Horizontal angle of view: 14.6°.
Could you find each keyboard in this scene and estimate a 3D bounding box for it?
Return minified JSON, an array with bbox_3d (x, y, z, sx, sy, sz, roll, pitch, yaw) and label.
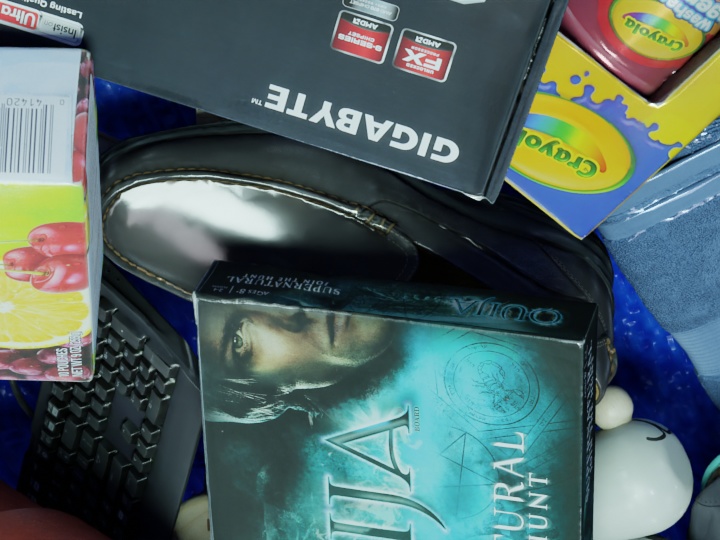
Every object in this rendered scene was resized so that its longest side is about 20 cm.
[{"bbox_3d":[-0.116,0.069,1.056,0.021,0.127,0.200,-23,146,-37],"label":"keyboard"}]

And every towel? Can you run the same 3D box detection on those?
[{"bbox_3d":[0.167,0.004,1.041,0.112,0.049,0.200,-26,124,18],"label":"towel"}]

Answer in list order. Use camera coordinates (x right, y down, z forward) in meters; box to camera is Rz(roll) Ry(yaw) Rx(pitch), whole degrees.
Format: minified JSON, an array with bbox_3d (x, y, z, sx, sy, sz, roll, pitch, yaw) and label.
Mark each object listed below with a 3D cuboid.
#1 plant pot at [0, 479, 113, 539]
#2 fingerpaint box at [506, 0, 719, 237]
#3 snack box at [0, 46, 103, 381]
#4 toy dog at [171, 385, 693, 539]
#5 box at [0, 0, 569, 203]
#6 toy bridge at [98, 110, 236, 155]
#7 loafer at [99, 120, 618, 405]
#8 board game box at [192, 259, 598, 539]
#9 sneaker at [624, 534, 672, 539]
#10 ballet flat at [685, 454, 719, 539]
[{"bbox_3d":[-0.190,0.134,1.014,0.195,0.201,0.201,35,134,28],"label":"plant pot"},{"bbox_3d":[0.053,-0.134,0.886,0.200,0.073,0.167,38,119,-16],"label":"fingerpaint box"},{"bbox_3d":[-0.183,-0.016,0.881,0.200,0.053,0.142,2,152,-3],"label":"snack box"},{"bbox_3d":[0.016,0.064,1.055,0.200,0.132,0.096,-13,98,0],"label":"toy dog"},{"bbox_3d":[-0.030,-0.122,0.825,0.200,0.046,0.159,18,124,-1],"label":"box"},{"bbox_3d":[-0.051,-0.055,1.002,0.200,0.027,0.067,-1,129,-2],"label":"toy bridge"},{"bbox_3d":[0.000,0.000,0.982,0.200,0.072,0.073,11,122,-13],"label":"loafer"},{"bbox_3d":[0.014,0.095,0.975,0.135,0.028,0.200,6,121,14],"label":"board game box"},{"bbox_3d":[0.051,0.152,1.052,0.115,0.200,0.076,-24,101,-31],"label":"sneaker"},{"bbox_3d":[0.154,0.129,1.076,0.073,0.073,0.200,-5,155,2],"label":"ballet flat"}]
